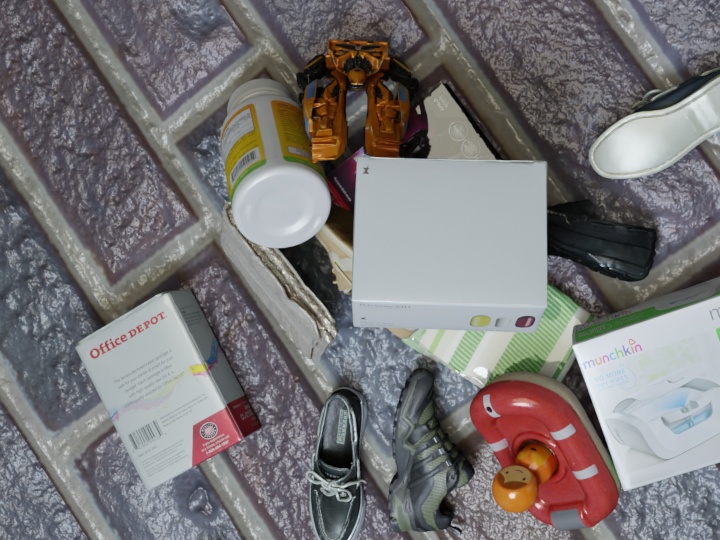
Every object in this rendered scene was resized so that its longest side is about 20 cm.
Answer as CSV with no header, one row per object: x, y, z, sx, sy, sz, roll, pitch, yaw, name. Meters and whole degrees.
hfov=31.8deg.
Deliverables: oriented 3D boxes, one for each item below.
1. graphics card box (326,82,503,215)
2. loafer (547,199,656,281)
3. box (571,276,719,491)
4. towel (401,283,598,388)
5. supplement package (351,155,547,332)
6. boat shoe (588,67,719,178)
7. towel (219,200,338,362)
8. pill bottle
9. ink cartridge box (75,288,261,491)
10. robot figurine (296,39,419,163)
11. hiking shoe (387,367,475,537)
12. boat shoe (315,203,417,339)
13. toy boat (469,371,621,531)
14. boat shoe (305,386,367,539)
0.058,-0.109,1.480,0.199,0.051,0.126,-37,86,12,graphics card box
0.238,-0.048,1.420,0.198,0.068,0.071,19,81,-6,loafer
0.354,0.119,1.390,0.198,0.097,0.179,-19,97,14,box
0.159,0.065,1.481,0.199,0.023,0.154,32,100,11,towel
0.091,-0.025,1.315,0.197,0.111,0.158,2,73,2,supplement package
0.345,-0.168,1.398,0.199,0.062,0.075,-33,101,22,boat shoe
-0.101,0.017,1.489,0.034,0.133,0.201,-37,83,-17,towel
-0.102,-0.130,1.442,0.109,0.201,0.112,-7,132,-8,pill bottle
-0.234,0.142,1.550,0.145,0.083,0.202,-28,86,14,ink cartridge box
-0.003,-0.196,1.425,0.143,0.201,0.059,2,134,-2,robot figurine
0.087,0.213,1.489,0.099,0.076,0.203,5,103,5,hiking shoe
0.000,0.000,1.427,0.200,0.073,0.070,45,123,30,boat shoe
0.190,0.216,1.399,0.130,0.131,0.201,-21,104,47,toy boat
-0.028,0.243,1.512,0.073,0.068,0.202,11,96,13,boat shoe
